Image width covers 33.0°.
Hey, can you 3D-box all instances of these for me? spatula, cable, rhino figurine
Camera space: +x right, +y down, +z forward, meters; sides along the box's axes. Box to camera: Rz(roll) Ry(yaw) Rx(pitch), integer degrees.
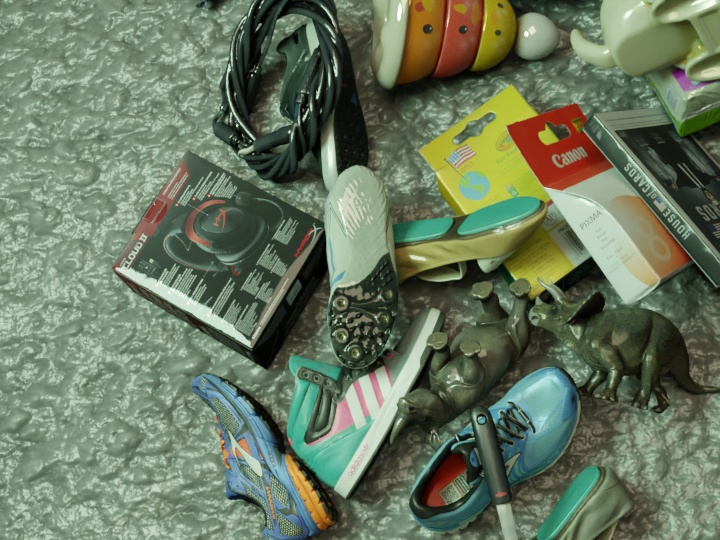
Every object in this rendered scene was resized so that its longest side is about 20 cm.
[{"bbox_3d":[0.128,0.218,1.061,0.056,0.021,0.204,-13,86,-1],"label":"spatula"},{"bbox_3d":[-0.083,-0.198,1.257,0.164,0.050,0.202,50,118,38],"label":"cable"},{"bbox_3d":[0.093,0.095,1.141,0.059,0.088,0.200,25,56,34],"label":"rhino figurine"}]

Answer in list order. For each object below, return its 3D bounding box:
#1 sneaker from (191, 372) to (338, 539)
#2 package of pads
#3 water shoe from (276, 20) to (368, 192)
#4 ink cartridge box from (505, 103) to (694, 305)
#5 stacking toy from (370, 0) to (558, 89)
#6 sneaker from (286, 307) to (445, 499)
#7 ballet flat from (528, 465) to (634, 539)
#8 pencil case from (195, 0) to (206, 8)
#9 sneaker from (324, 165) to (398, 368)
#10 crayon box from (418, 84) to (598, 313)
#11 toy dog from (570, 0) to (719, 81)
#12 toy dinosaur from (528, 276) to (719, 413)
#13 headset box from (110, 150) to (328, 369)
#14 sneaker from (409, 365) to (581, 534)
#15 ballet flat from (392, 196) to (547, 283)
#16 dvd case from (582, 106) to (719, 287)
[{"bbox_3d":[-0.108,0.181,1.169,0.078,0.075,0.201,-38,68,-3],"label":"sneaker"},{"bbox_3d":[0.380,-0.242,1.233,0.197,0.069,0.156,-22,55,0],"label":"package of pads"},{"bbox_3d":[-0.043,-0.166,1.297,0.078,0.071,0.204,-18,67,31],"label":"water shoe"},{"bbox_3d":[0.243,-0.079,1.151,0.050,0.161,0.202,-38,80,38],"label":"ink cartridge box"},{"bbox_3d":[0.113,-0.259,1.280,0.196,0.146,0.149,3,70,-8],"label":"stacking toy"},{"bbox_3d":[-0.009,0.103,1.179,0.120,0.084,0.202,30,78,8],"label":"sneaker"},{"bbox_3d":[0.172,0.265,1.102,0.200,0.067,0.064,-44,101,-6],"label":"ballet flat"},{"bbox_3d":[-0.123,-0.382,1.368,0.199,0.078,0.090,-36,48,-5],"label":"pencil case"},{"bbox_3d":[0.000,0.000,1.171,0.070,0.073,0.204,1,67,-2],"label":"sneaker"},{"bbox_3d":[0.164,-0.074,1.229,0.126,0.051,0.201,-33,70,-4],"label":"crayon box"},{"bbox_3d":[0.300,-0.288,1.181,0.192,0.139,0.203,-23,49,37],"label":"toy dog"},{"bbox_3d":[0.253,0.074,1.123,0.196,0.077,0.104,12,86,-4],"label":"toy dinosaur"},{"bbox_3d":[-0.145,-0.017,1.243,0.198,0.075,0.150,27,76,17],"label":"headset box"},{"bbox_3d":[0.122,0.168,1.110,0.200,0.090,0.078,-46,70,5],"label":"sneaker"},{"bbox_3d":[0.104,-0.026,1.182,0.198,0.064,0.069,-9,26,40],"label":"ballet flat"},{"bbox_3d":[0.316,-0.076,1.169,0.201,0.149,0.025,54,128,21],"label":"dvd case"}]
